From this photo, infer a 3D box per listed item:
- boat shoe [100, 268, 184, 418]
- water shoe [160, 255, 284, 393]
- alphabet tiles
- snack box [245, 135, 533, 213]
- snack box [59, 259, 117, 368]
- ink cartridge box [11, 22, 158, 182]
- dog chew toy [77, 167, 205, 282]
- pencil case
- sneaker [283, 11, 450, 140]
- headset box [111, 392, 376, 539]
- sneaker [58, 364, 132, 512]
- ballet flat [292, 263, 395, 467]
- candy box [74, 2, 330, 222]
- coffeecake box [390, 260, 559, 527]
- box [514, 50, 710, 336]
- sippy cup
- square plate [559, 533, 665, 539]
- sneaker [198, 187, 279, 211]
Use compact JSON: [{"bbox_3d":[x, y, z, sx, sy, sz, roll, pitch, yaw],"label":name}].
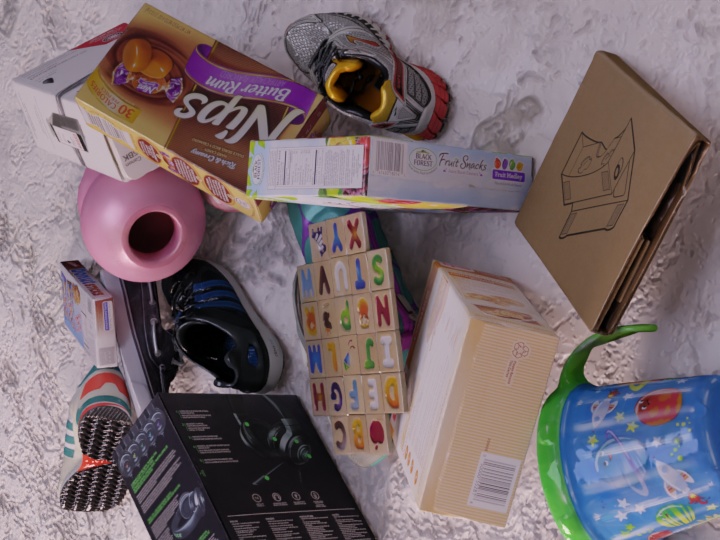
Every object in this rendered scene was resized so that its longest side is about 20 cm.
[{"bbox_3d":[-0.209,0.083,1.729,0.072,0.067,0.201,98,157,-65],"label":"boat shoe"},{"bbox_3d":[-0.151,0.045,1.664,0.200,0.079,0.072,41,115,40],"label":"water shoe"},{"bbox_3d":[-0.009,0.055,1.441,0.166,0.006,0.202,-10,86,61],"label":"alphabet tiles"},{"bbox_3d":[0.025,-0.077,1.405,0.142,0.199,0.053,3,90,46],"label":"snack box"},{"bbox_3d":[-0.284,0.043,1.776,0.200,0.024,0.072,-149,55,-68],"label":"snack box"},{"bbox_3d":[-0.233,-0.171,1.689,0.200,0.146,0.083,21,136,52],"label":"ink cartridge box"},{"bbox_3d":[-0.230,-0.069,1.725,0.200,0.124,0.125,48,122,60],"label":"dog chew toy"},{"bbox_3d":[0.000,0.000,1.509,0.092,0.085,0.201,-43,58,37],"label":"pencil case"},{"bbox_3d":[-0.007,-0.183,1.532,0.200,0.082,0.078,35,111,42],"label":"sneaker"},{"bbox_3d":[-0.106,0.204,1.538,0.093,0.173,0.201,-51,55,30],"label":"headset box"},{"bbox_3d":[-0.273,0.171,1.780,0.200,0.070,0.094,110,161,-47],"label":"sneaker"},{"bbox_3d":[-0.024,0.087,1.542,0.064,0.067,0.201,-53,51,43],"label":"ballet flat"},{"bbox_3d":[-0.141,-0.142,1.529,0.199,0.057,0.117,29,73,18],"label":"candy box"},{"bbox_3d":[0.084,0.092,1.351,0.200,0.073,0.155,-114,38,-76],"label":"coffeecake box"},{"bbox_3d":[0.187,-0.065,1.306,0.164,0.021,0.200,-66,21,19],"label":"box"},{"bbox_3d":[0.218,0.137,1.251,0.130,0.140,0.178,-17,115,33],"label":"sippy cup"},{"bbox_3d":[0.201,0.300,1.318,0.198,0.028,0.201,32,110,43],"label":"square plate"},{"bbox_3d":[-0.114,-0.096,1.620,0.199,0.104,0.076,1,89,47],"label":"sneaker"}]
